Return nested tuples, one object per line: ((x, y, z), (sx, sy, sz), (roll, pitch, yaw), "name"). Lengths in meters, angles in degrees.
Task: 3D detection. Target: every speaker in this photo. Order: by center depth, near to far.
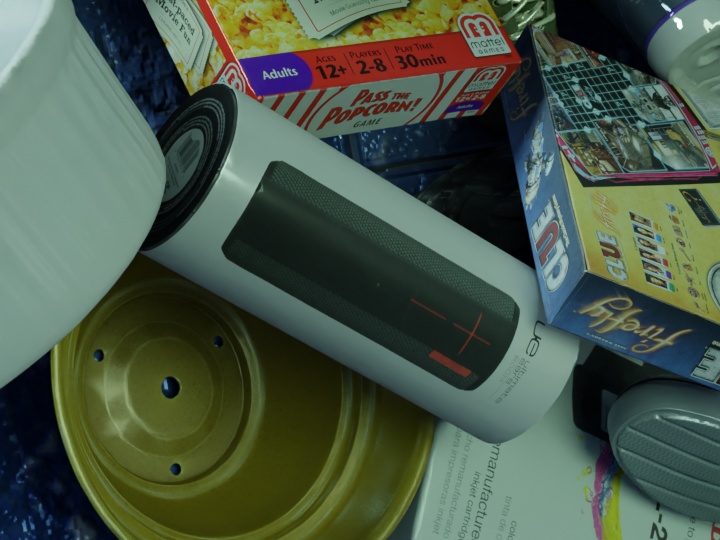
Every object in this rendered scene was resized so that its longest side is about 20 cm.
((0.000, 0.000, 1.063), (0.200, 0.081, 0.081), (31, 66, -28), "speaker")

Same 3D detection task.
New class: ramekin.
((-0.174, -0.025, 0.981), (0.098, 0.200, 0.201), (53, 58, -26), "ramekin")

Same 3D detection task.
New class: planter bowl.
((-0.068, 0.049, 1.107), (0.200, 0.083, 0.201), (6, 80, -34), "planter bowl")

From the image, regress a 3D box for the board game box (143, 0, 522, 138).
((-0.036, -0.154, 1.137), (0.151, 0.046, 0.200), (-12, 63, -36), "board game box")

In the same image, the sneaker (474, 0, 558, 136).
((0.062, -0.161, 1.227), (0.067, 0.090, 0.200), (-38, 105, -34), "sneaker")

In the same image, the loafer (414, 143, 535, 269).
((0.103, -0.045, 1.252), (0.200, 0.070, 0.068), (-18, 121, -51), "loafer")

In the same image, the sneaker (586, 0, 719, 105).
((0.168, -0.150, 1.308), (0.147, 0.081, 0.200), (58, 14, 23), "sneaker")

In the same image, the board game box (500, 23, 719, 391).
((0.139, -0.026, 1.146), (0.135, 0.035, 0.200), (21, 33, -19), "board game box")

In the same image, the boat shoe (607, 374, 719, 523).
((0.195, 0.087, 1.204), (0.200, 0.072, 0.062), (25, 43, -35), "boat shoe")

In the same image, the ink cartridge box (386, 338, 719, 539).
((0.095, 0.100, 1.214), (0.200, 0.083, 0.146), (24, 69, -29), "ink cartridge box")
